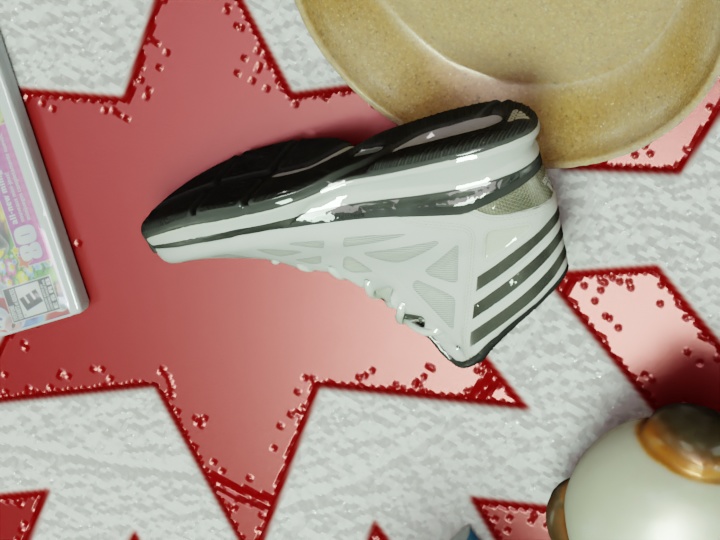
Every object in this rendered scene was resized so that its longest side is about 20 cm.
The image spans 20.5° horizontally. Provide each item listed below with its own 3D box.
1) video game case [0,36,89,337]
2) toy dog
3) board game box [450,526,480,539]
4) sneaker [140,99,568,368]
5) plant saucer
[{"bbox_3d":[-0.246,-0.022,0.977,0.198,0.018,0.145,-16,98,13],"label":"video game case"},{"bbox_3d":[0.148,0.162,0.867,0.192,0.202,0.140,4,147,-24],"label":"toy dog"},{"bbox_3d":[0.083,0.231,0.900,0.064,0.148,0.200,-42,92,16],"label":"board game box"},{"bbox_3d":[0.000,0.000,0.907,0.199,0.076,0.116,-10,113,24],"label":"sneaker"},{"bbox_3d":[0.065,-0.133,0.853,0.198,0.036,0.201,12,136,12],"label":"plant saucer"}]
